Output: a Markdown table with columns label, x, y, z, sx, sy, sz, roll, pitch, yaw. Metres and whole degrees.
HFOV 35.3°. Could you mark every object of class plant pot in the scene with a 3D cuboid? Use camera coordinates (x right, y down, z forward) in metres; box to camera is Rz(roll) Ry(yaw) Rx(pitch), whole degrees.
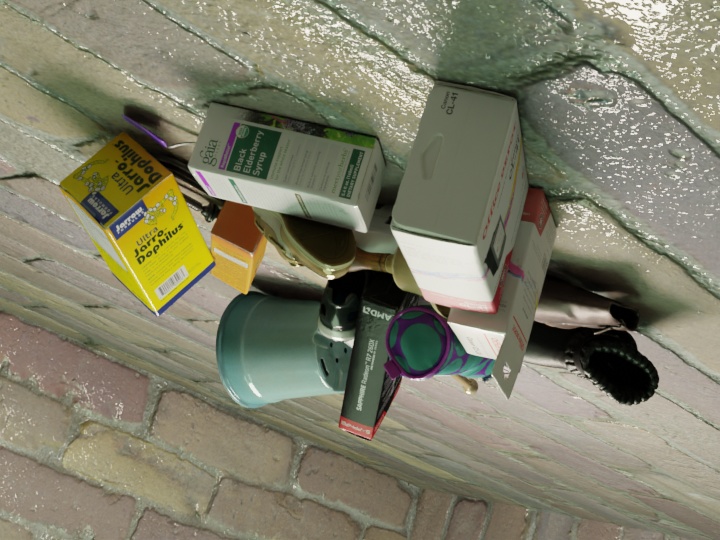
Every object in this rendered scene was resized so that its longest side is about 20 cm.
| label | x | y | z | sx | sy | sz | roll | pitch | yaw |
| --- | --- | --- | --- | --- | --- | --- | --- | --- | --- |
| plant pot | -0.109 | 0.132 | 1.910 | 0.194 | 0.203 | 0.200 | -3 | 156 | 35 |

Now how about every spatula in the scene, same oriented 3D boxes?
| label | x | y | z | sx | sy | sz | roll | pitch | yaw |
| --- | --- | --- | --- | --- | --- | --- | --- | --- | --- |
| spatula | -0.191 | -0.145 | 1.343 | 0.197 | 0.021 | 0.057 | 17 | 177 | -6 |

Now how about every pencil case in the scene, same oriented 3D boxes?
| label | x | y | z | sx | sy | sz | roll | pitch | yaw |
| --- | --- | --- | --- | --- | --- | --- | --- | --- | --- |
| pencil case | 0.102 | 0.087 | 1.315 | 0.086 | 0.092 | 0.199 | 56 | -161 | 19 |

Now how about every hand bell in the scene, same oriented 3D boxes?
| label | x | y | z | sx | sy | sz | roll | pitch | yaw |
| --- | --- | --- | --- | --- | --- | --- | --- | --- | --- |
| hand bell | 0.023 | -0.009 | 1.259 | 0.198 | 0.106 | 0.104 | 6 | 161 | 36 |

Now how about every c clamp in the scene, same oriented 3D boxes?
| label | x | y | z | sx | sy | sz | roll | pitch | yaw |
| --- | --- | --- | --- | --- | --- | --- | --- | --- | --- |
| c clamp | -0.244 | -0.112 | 1.523 | 0.198 | 0.027 | 0.170 | 27 | 157 | -24 |

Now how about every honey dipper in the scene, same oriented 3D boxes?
| label | x | y | z | sx | sy | sz | roll | pitch | yaw |
| --- | --- | --- | --- | --- | --- | --- | --- | --- | --- |
| honey dipper | 0.119 | 0.133 | 1.498 | 0.037 | 0.039 | 0.200 | 10 | 163 | 27 |

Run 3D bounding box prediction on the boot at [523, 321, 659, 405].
| label | x | y | z | sx | sy | sz | roll | pitch | yaw |
| --- | --- | --- | --- | --- | --- | --- | --- | --- | --- |
| boot | 0.275 | 0.106 | 1.465 | 0.207 | 0.081 | 0.158 | 7 | -166 | 4 |

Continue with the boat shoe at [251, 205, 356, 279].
| label | x | y | z | sx | sy | sz | roll | pitch | yaw |
| --- | --- | --- | --- | --- | --- | --- | --- | --- | --- |
| boat shoe | -0.065 | -0.042 | 1.281 | 0.073 | 0.067 | 0.200 | -14 | -142 | -24 |

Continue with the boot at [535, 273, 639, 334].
| label | x | y | z | sx | sy | sz | roll | pitch | yaw |
| --- | --- | --- | --- | --- | --- | --- | --- | --- | --- |
| boot | 0.229 | 0.027 | 1.364 | 0.165 | 0.074 | 0.199 | 8 | 171 | 41 |

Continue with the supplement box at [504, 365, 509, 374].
| label | x | y | z | sx | sy | sz | roll | pitch | yaw |
| --- | --- | --- | --- | --- | --- | --- | --- | --- | --- |
| supplement box | 0.158 | 0.118 | 1.773 | 0.108 | 0.062 | 0.199 | 27 | 161 | -26 |

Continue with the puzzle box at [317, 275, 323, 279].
| label | x | y | z | sx | sy | sz | roll | pitch | yaw |
| --- | --- | --- | --- | --- | --- | --- | --- | --- | --- |
| puzzle box | -0.043 | -0.027 | 1.572 | 0.131 | 0.026 | 0.200 | 8 | 162 | 30 |

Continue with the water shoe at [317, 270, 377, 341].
| label | x | y | z | sx | sy | sz | roll | pitch | yaw |
| --- | --- | --- | --- | --- | --- | --- | --- | --- | --- |
| water shoe | 0.000 | 0.000 | 1.387 | 0.070 | 0.201 | 0.080 | 12 | 131 | 4 |

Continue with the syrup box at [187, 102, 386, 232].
| label | x | y | z | sx | sy | sz | roll | pitch | yaw |
| --- | --- | --- | --- | --- | --- | --- | --- | --- | --- |
| syrup box | -0.078 | -0.111 | 1.224 | 0.197 | 0.080 | 0.082 | 14 | 164 | 14 |

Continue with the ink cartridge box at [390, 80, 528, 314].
| label | x | y | z | sx | sy | sz | roll | pitch | yaw |
| --- | --- | --- | --- | --- | --- | --- | --- | --- | --- |
| ink cartridge box | 0.100 | -0.061 | 1.067 | 0.084 | 0.150 | 0.200 | 13 | 165 | 15 |

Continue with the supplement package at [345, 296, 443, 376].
| label | x | y | z | sx | sy | sz | roll | pitch | yaw |
| --- | --- | --- | --- | --- | --- | --- | --- | --- | --- |
| supplement package | 0.072 | 0.062 | 1.536 | 0.153 | 0.113 | 0.200 | -4 | 157 | 27 |

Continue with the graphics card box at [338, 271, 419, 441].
| label | x | y | z | sx | sy | sz | roll | pitch | yaw |
| --- | --- | --- | --- | --- | --- | --- | --- | --- | --- |
| graphics card box | 0.027 | 0.088 | 1.365 | 0.050 | 0.126 | 0.202 | 19 | 126 | 11 |

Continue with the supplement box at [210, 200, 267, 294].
| label | x | y | z | sx | sy | sz | roll | pitch | yaw |
| --- | --- | --- | --- | --- | --- | --- | --- | --- | --- |
| supplement box | -0.163 | -0.033 | 1.521 | 0.068 | 0.067 | 0.200 | 24 | 162 | 1 |

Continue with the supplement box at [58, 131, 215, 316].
| label | x | y | z | sx | sy | sz | roll | pitch | yaw |
| --- | --- | --- | --- | --- | --- | --- | --- | --- | --- |
| supplement box | -0.281 | -0.056 | 1.446 | 0.108 | 0.109 | 0.201 | 38 | 161 | 30 |

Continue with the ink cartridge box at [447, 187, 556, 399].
| label | x | y | z | sx | sy | sz | roll | pitch | yaw |
| --- | --- | --- | --- | --- | --- | --- | --- | --- | --- |
| ink cartridge box | 0.147 | 0.023 | 1.199 | 0.066 | 0.203 | 0.117 | 11 | 163 | 21 |

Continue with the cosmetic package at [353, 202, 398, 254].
| label | x | y | z | sx | sy | sz | roll | pitch | yaw |
| --- | --- | --- | --- | --- | --- | --- | --- | --- | --- |
| cosmetic package | 0.051 | -0.036 | 1.320 | 0.197 | 0.083 | 0.051 | 12 | 121 | 20 |
